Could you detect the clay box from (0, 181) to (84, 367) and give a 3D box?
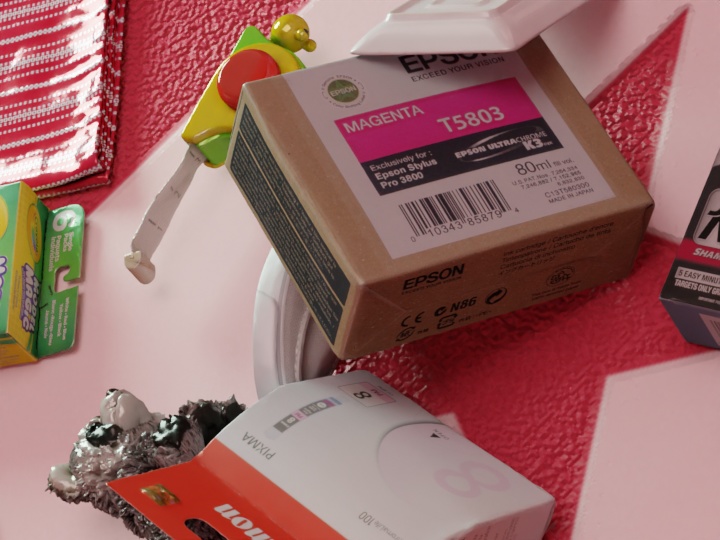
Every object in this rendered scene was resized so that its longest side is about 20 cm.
[{"bbox_3d":[-0.280,0.012,1.791,0.199,0.048,0.116,-12,59,20],"label":"clay box"}]

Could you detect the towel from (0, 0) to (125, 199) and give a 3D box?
[{"bbox_3d":[-0.229,-0.136,1.867,0.144,0.022,0.201,-11,59,21],"label":"towel"}]

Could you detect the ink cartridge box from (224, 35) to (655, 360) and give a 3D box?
[{"bbox_3d":[0.045,-0.052,1.594,0.199,0.075,0.165,-16,56,-24],"label":"ink cartridge box"}]

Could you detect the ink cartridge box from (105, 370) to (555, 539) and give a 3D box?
[{"bbox_3d":[-0.014,0.123,1.520,0.162,0.199,0.057,34,114,35],"label":"ink cartridge box"}]

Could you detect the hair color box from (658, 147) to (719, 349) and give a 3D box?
[{"bbox_3d":[0.256,-0.049,1.562,0.099,0.061,0.201,13,68,31],"label":"hair color box"}]

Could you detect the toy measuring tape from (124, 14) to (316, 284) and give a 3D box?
[{"bbox_3d":[-0.077,-0.076,1.732,0.073,0.074,0.201,18,71,32],"label":"toy measuring tape"}]

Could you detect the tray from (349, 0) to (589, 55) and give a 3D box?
[{"bbox_3d":[0.079,-0.165,1.655,0.107,0.022,0.200,0,18,26],"label":"tray"}]

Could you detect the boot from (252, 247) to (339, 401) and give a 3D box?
[{"bbox_3d":[0.000,0.000,1.646,0.095,0.074,0.201,-1,59,23],"label":"boot"}]

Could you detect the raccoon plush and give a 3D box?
[{"bbox_3d":[-0.116,0.163,1.608,0.134,0.096,0.201,-23,63,39],"label":"raccoon plush"}]
